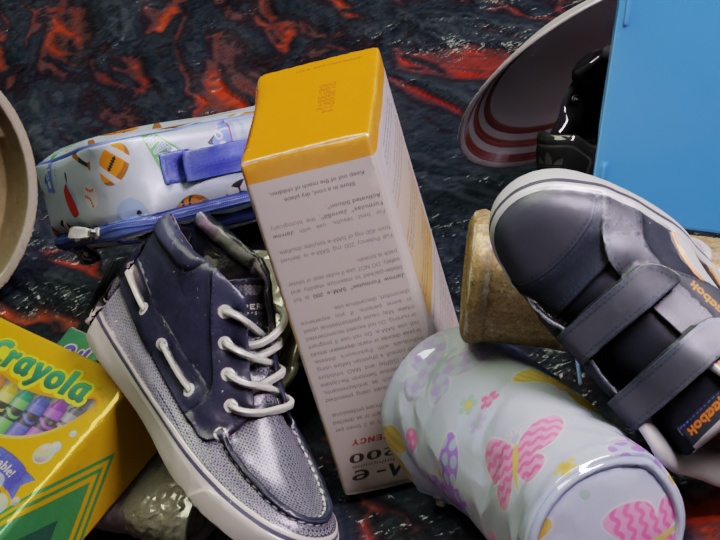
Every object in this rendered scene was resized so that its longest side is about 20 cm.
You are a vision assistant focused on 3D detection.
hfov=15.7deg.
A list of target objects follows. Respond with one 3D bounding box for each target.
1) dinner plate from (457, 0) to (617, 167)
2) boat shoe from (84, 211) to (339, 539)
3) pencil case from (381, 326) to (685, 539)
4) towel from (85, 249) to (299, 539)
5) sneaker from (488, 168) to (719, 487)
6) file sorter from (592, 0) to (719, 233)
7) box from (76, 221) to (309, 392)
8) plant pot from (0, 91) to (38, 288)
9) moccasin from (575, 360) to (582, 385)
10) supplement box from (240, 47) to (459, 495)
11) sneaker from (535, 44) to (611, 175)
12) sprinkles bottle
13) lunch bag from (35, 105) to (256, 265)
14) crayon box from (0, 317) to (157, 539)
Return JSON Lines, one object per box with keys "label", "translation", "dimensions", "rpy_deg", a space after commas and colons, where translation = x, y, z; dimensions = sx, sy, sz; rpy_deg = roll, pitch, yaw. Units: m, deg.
{"label": "dinner plate", "translation": [0.145, -0.129, 1.606], "dimensions": [0.199, 0.024, 0.200], "rpy_deg": [-25, -20, -10]}
{"label": "boat shoe", "translation": [-0.065, 0.056, 1.357], "dimensions": [0.075, 0.093, 0.200], "rpy_deg": [-6, 46, -50]}
{"label": "pencil case", "translation": [0.079, 0.096, 1.269], "dimensions": [0.091, 0.083, 0.200], "rpy_deg": [-59, 27, 3]}
{"label": "towel", "translation": [-0.108, 0.069, 1.481], "dimensions": [0.132, 0.035, 0.200], "rpy_deg": [3, 51, 33]}
{"label": "sneaker", "translation": [0.143, 0.033, 1.226], "dimensions": [0.078, 0.200, 0.080], "rpy_deg": [-46, 15, 25]}
{"label": "file sorter", "translation": [0.232, -0.102, 1.419], "dimensions": [0.199, 0.139, 0.123], "rpy_deg": [8, 23, 2]}
{"label": "box", "translation": [-0.075, 0.025, 1.596], "dimensions": [0.199, 0.046, 0.159], "rpy_deg": [-14, 25, 17]}
{"label": "plant pot", "translation": [-0.353, -0.059, 1.858], "dimensions": [0.200, 0.201, 0.183], "rpy_deg": [-31, 15, -21]}
{"label": "moccasin", "translation": [0.125, 0.012, 1.413], "dimensions": [0.080, 0.068, 0.200], "rpy_deg": [-46, 23, 3]}
{"label": "supplement box", "translation": [0.000, 0.000, 1.397], "dimensions": [0.073, 0.201, 0.126], "rpy_deg": [-13, 23, 9]}
{"label": "sneaker", "translation": [0.174, -0.098, 1.582], "dimensions": [0.069, 0.100, 0.200], "rpy_deg": [7, 37, 43]}
{"label": "sprinkles bottle", "translation": [0.150, 0.013, 1.296], "dimensions": [0.199, 0.069, 0.068], "rpy_deg": [6, 26, 1]}
{"label": "lunch bag", "translation": [-0.095, -0.059, 1.602], "dimensions": [0.199, 0.076, 0.160], "rpy_deg": [-15, 4, -27]}
{"label": "crayon box", "translation": [-0.194, 0.105, 1.431], "dimensions": [0.125, 0.052, 0.200], "rpy_deg": [20, 61, 41]}
